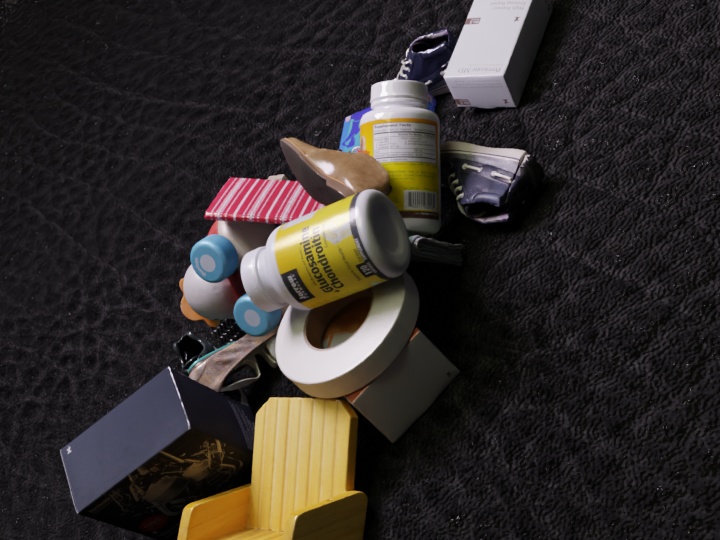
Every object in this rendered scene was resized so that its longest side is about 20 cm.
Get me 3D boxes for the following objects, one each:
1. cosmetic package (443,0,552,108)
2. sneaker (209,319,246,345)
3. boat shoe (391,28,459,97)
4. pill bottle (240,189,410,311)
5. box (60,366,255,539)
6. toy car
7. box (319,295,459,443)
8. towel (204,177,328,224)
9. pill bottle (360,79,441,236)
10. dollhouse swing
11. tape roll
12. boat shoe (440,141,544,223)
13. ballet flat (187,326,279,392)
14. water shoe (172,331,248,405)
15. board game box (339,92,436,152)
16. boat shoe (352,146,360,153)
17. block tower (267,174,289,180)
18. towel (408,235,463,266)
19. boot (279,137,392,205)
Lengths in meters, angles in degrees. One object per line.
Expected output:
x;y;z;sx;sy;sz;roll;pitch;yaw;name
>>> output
0.205;-0.338;1.867;0.101;0.074;0.201;3;56;30;cosmetic package
-0.141;0.033;1.889;0.200;0.070;0.093;-47;1;17;sneaker
0.084;-0.310;1.959;0.199;0.093;0.075;-18;44;33;boat shoe
-0.046;-0.017;1.562;0.199;0.112;0.113;-21;42;28;pill bottle
-0.255;0.247;1.666;0.200;0.182;0.104;-38;52;14;box
-0.175;0.025;1.774;0.200;0.177;0.184;-38;2;37;toy car
0.013;0.107;1.624;0.124;0.097;0.200;-47;36;-3;box
-0.097;-0.089;1.711;0.199;0.023;0.145;4;23;7;towel
0.053;-0.149;1.701;0.109;0.109;0.202;-5;83;42;pill bottle
-0.112;0.255;1.531;0.199;0.181;0.177;-4;94;43;dollhouse swing
-0.018;0.065;1.581;0.202;0.037;0.204;-26;40;24;tape roll
0.144;-0.116;1.712;0.199;0.075;0.093;5;52;46;boat shoe
-0.153;0.120;1.795;0.200;0.068;0.067;-35;73;-29;ballet flat
-0.224;0.164;1.822;0.071;0.079;0.200;-43;36;3;water shoe
0.033;-0.173;1.918;0.151;0.045;0.201;-19;45;31;board game box
0.025;-0.143;1.809;0.086;0.074;0.203;15;86;47;boat shoe
-0.161;-0.053;1.990;0.054;0.058;0.201;-4;51;43;block tower
0.021;-0.036;1.684;0.199;0.149;0.031;7;87;30;towel
-0.033;-0.131;1.669;0.075;0.074;0.200;-37;46;-16;boot
